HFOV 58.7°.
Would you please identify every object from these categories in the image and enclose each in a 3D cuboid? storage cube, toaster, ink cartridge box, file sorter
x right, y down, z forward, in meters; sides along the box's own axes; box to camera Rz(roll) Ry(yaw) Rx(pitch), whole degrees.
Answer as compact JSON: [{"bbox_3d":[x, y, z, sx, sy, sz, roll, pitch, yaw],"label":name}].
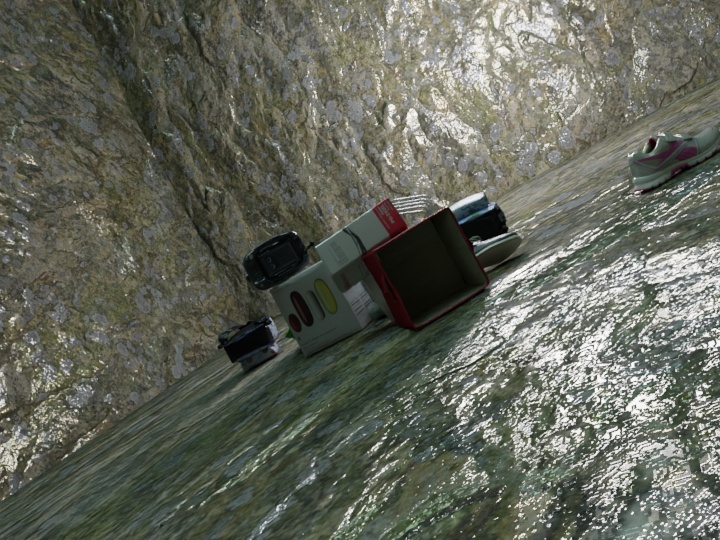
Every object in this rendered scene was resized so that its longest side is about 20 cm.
[{"bbox_3d":[0.125,-0.001,1.286,0.198,0.173,0.180,-30,2,-9],"label":"storage cube"},{"bbox_3d":[-0.217,-0.028,1.698,0.198,0.115,0.129,-32,1,-10],"label":"toaster"},{"bbox_3d":[0.008,-0.052,1.438,0.198,0.085,0.145,-34,-19,-2],"label":"ink cartridge box"},{"bbox_3d":[0.135,-0.119,1.749,0.136,0.127,0.200,-7,17,11],"label":"file sorter"}]

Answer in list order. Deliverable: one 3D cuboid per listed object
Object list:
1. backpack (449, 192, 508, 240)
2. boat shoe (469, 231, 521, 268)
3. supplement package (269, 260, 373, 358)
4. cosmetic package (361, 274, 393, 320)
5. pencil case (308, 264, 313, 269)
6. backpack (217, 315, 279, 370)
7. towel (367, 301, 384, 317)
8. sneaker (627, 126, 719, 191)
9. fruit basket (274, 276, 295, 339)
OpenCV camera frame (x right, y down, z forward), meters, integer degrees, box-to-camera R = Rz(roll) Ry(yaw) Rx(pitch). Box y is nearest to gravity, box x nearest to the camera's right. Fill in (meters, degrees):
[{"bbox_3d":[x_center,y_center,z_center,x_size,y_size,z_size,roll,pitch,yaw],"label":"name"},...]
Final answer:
[{"bbox_3d":[0.324,-0.136,1.832,0.181,0.149,0.200,-26,1,18],"label":"backpack"},{"bbox_3d":[0.259,-0.034,1.412,0.199,0.062,0.075,-34,-43,17],"label":"boat shoe"},{"bbox_3d":[-0.094,0.083,1.685,0.190,0.202,0.147,-28,3,22],"label":"supplement package"},{"bbox_3d":[0.112,0.008,1.497,0.199,0.085,0.108,-36,39,-4],"label":"cosmetic package"},{"bbox_3d":[-0.103,0.051,1.869,0.085,0.092,0.200,-46,21,4],"label":"pencil case"},{"bbox_3d":[-0.356,0.235,2.165,0.197,0.156,0.191,-23,12,5],"label":"backpack"},{"bbox_3d":[0.124,0.051,1.641,0.170,0.049,0.200,-31,2,29],"label":"towel"},{"bbox_3d":[0.619,-0.239,1.269,0.198,0.089,0.081,-30,3,-3],"label":"sneaker"},{"bbox_3d":[-0.191,0.112,1.895,0.157,0.213,0.216,-61,4,0],"label":"fruit basket"}]
